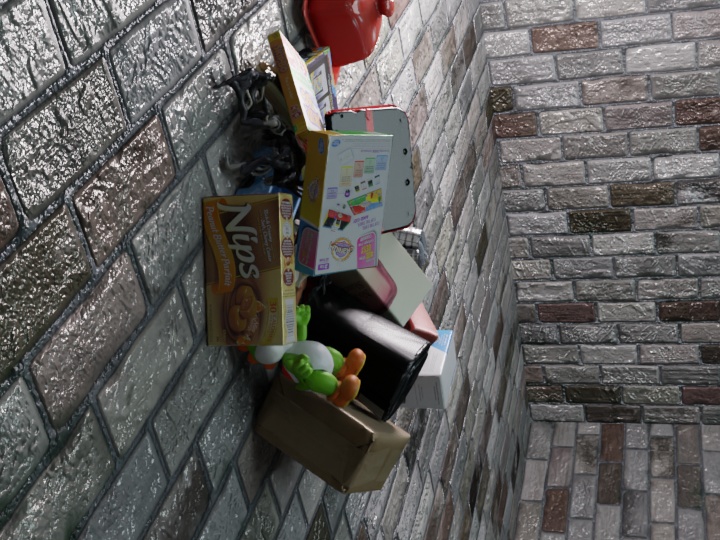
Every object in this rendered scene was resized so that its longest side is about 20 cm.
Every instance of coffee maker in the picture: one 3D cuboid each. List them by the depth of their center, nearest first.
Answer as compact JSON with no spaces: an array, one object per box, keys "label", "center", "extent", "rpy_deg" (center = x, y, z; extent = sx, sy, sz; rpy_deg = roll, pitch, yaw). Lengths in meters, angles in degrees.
[{"label":"coffee maker","center":[0.000,0.111,1.542],"extent":[0.135,0.198,0.194],"rpy_deg":[-51,164,-40]}]

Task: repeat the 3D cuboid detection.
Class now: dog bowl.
[{"label":"dog bowl","center":[-0.136,-0.106,1.505],"extent":[0.202,0.049,0.113],"rpy_deg":[-73,155,-43]}]

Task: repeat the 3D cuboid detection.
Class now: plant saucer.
[{"label":"plant saucer","center":[0.037,0.132,1.769],"extent":[0.037,0.200,0.201],"rpy_deg":[41,11,-23]}]

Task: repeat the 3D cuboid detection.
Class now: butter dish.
[{"label":"butter dish","center":[-0.010,-0.468,1.776],"extent":[0.201,0.145,0.202],"rpy_deg":[62,31,-54]}]

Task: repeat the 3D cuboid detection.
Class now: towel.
[{"label":"towel","center":[0.035,-0.027,1.808],"extent":[0.200,0.162,0.087],"rpy_deg":[63,35,-76]}]

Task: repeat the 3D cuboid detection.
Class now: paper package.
[{"label":"paper package","center":[-0.042,0.250,1.535],"extent":[0.105,0.189,0.200],"rpy_deg":[-60,158,1]}]

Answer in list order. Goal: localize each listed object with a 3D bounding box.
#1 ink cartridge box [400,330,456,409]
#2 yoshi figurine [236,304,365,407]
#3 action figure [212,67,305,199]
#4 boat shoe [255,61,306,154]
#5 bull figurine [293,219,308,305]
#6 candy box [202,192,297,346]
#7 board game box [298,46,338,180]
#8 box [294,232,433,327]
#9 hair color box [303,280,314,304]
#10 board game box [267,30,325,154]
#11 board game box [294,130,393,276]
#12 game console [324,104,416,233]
[{"label":"ink cartridge box","center":[0.074,0.187,1.904],"extent":[0.146,0.196,0.085],"rpy_deg":[-66,151,-53]},{"label":"yoshi figurine","center":[-0.084,0.104,1.413],"extent":[0.113,0.198,0.112],"rpy_deg":[-64,-170,-12]},{"label":"action figure","center":[-0.139,-0.186,1.427],"extent":[0.203,0.101,0.119],"rpy_deg":[67,22,-15]},{"label":"boat shoe","center":[-0.107,-0.230,1.540],"extent":[0.201,0.064,0.073],"rpy_deg":[50,23,-20]},{"label":"bull figurine","center":[-0.112,0.021,1.514],"extent":[0.202,0.064,0.122],"rpy_deg":[-84,-162,-47]},{"label":"candy box","center":[-0.149,-0.001,1.347],"extent":[0.055,0.113,0.204],"rpy_deg":[-2,90,-73]},{"label":"board game box","center":[-0.086,-0.255,1.666],"extent":[0.166,0.056,0.203],"rpy_deg":[-54,140,-60]},{"label":"box","center":[0.000,0.000,1.637],"extent":[0.201,0.127,0.109],"rpy_deg":[50,53,-13]},{"label":"hair color box","center":[-0.056,0.087,1.723],"extent":[0.111,0.063,0.204],"rpy_deg":[50,41,-63]},{"label":"board game box","center":[-0.087,-0.249,1.465],"extent":[0.095,0.030,0.203],"rpy_deg":[42,30,-61]},{"label":"board game box","center":[-0.023,-0.100,1.454],"extent":[0.152,0.040,0.204],"rpy_deg":[-8,109,-51]},{"label":"game console","center":[0.016,-0.155,1.562],"extent":[0.175,0.031,0.204],"rpy_deg":[-13,102,-40]}]
